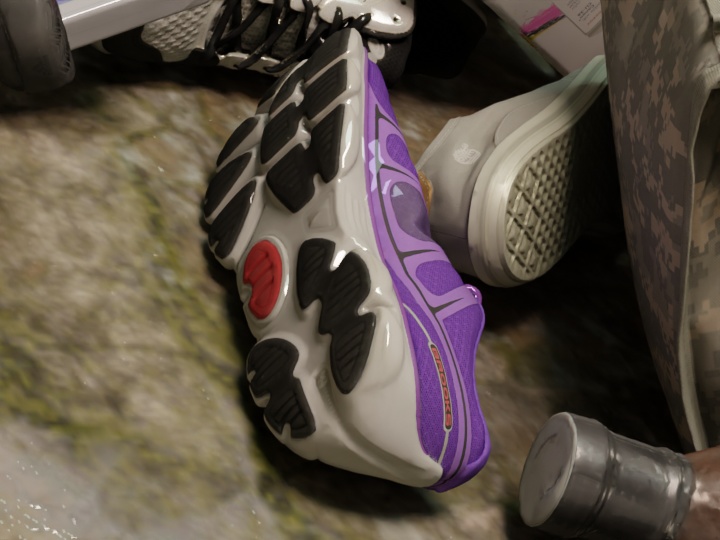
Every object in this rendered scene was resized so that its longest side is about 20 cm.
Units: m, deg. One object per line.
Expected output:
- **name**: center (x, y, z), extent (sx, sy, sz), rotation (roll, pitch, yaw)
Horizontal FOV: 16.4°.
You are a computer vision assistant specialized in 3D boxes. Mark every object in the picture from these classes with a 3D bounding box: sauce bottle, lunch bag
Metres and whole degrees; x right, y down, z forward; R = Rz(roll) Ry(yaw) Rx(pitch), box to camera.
- **sauce bottle**: center (0.150, 0.096, 0.855), extent (0.199, 0.065, 0.065), rotation (22, 33, -17)
- **lunch bag**: center (0.149, -0.041, 0.904), extent (0.117, 0.201, 0.164), rotation (-13, 36, 5)

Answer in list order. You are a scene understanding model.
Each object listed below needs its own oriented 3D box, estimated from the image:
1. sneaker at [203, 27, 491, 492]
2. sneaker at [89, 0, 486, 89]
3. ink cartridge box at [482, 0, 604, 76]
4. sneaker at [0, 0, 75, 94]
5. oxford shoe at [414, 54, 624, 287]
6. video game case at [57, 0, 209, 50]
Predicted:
- **sneaker**: center (0.000, 0.000, 0.875), extent (0.083, 0.081, 0.201), rotation (30, 35, -34)
- **sneaker**: center (-0.022, -0.105, 0.979), extent (0.088, 0.076, 0.199), rotation (45, 35, 22)
- **ink cartridge box**: center (0.066, -0.151, 1.055), extent (0.117, 0.067, 0.200), rotation (53, 10, 30)
- **sneaker**: center (-0.176, -0.109, 0.835), extent (0.115, 0.076, 0.200), rotation (-25, 50, -11)
- **oxford shoe**: center (0.072, -0.043, 0.988), extent (0.057, 0.076, 0.200), rotation (4, 18, 28)
- **video game case**: center (-0.161, -0.144, 0.912), extent (0.143, 0.018, 0.200), rotation (-21, 55, -21)
